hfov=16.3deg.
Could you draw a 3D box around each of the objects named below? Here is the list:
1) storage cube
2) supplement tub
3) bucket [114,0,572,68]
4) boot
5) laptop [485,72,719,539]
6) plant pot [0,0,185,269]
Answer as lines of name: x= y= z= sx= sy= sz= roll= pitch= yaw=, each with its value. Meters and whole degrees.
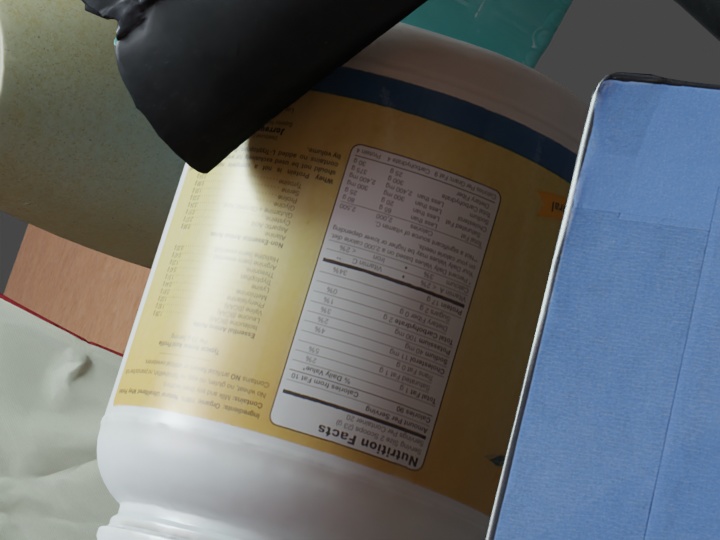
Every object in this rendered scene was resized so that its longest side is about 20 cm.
storage cube: x=-0.180 y=0.123 z=1.290 sx=0.201 sy=0.170 sz=0.180 roll=-65 pitch=4 yaw=-14
supplement tub: x=-0.005 y=0.028 z=0.850 sx=0.145 sy=0.144 sz=0.201 roll=159 pitch=130 yaw=-73
bucket: x=0.004 y=-0.141 z=1.032 sx=0.207 sy=0.134 sz=0.207 roll=-54 pitch=18 yaw=26
boot: x=0.020 y=-0.090 z=0.760 sx=0.199 sy=0.165 sz=0.066 roll=-30 pitch=-19 yaw=12
laptop: x=0.111 y=0.039 z=0.429 sx=0.200 sy=0.115 sz=0.188 roll=143 pitch=144 yaw=-67
plant pot: x=-0.116 y=-0.086 z=1.191 sx=0.187 sy=0.199 sz=0.188 roll=-4 pitch=84 yaw=47
